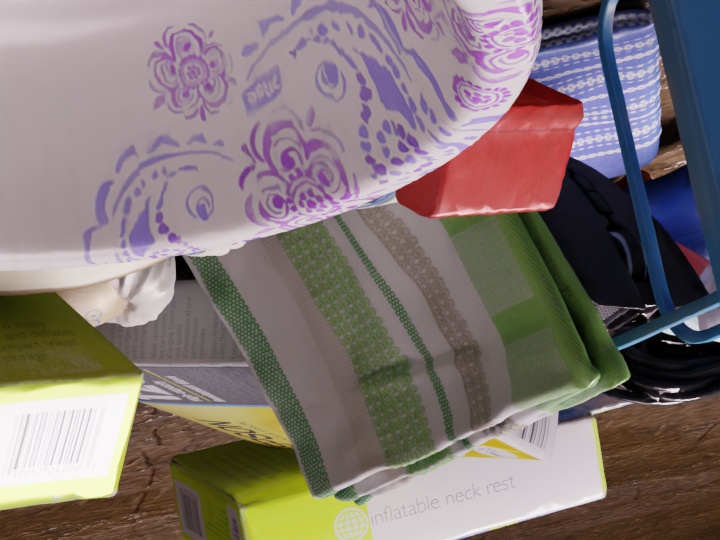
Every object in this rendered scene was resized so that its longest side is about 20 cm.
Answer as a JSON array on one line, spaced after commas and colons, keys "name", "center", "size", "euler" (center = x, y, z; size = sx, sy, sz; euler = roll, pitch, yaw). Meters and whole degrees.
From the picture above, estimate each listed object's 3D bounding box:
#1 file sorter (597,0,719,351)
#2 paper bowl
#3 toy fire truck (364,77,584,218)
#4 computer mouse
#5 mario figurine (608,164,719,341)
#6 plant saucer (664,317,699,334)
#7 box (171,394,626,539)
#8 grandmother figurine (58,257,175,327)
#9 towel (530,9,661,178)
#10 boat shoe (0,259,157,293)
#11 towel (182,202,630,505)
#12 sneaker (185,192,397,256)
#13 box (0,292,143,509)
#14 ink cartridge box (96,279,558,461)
[{"name": "file sorter", "center": [0.158, -0.053, 0.901], "size": [0.199, 0.139, 0.123], "euler": [-7, 169, -28]}, {"name": "paper bowl", "center": [-0.067, -0.080, 0.560], "size": [0.200, 0.105, 0.201], "euler": [-6, 161, -2]}, {"name": "toy fire truck", "center": [0.015, -0.090, 0.653], "size": [0.049, 0.142, 0.200], "euler": [-3, -156, -45]}, {"name": "computer mouse", "center": [0.110, -0.007, 1.005], "size": [0.140, 0.046, 0.200], "euler": [2, -160, -25]}, {"name": "mario figurine", "center": [0.135, -0.002, 1.186], "size": [0.199, 0.106, 0.123], "euler": [-18, 169, 16]}, {"name": "plant saucer", "center": [0.147, 0.017, 1.439], "size": [0.200, 0.039, 0.201], "euler": [-13, 168, -3]}, {"name": "box", "center": [0.022, 0.095, 1.304], "size": [0.199, 0.048, 0.122], "euler": [-13, -170, -18]}, {"name": "grandmother figurine", "center": [-0.168, 0.010, 1.023], "size": [0.199, 0.061, 0.121], "euler": [-8, 176, -12]}, {"name": "towel", "center": [0.047, -0.050, 1.059], "size": [0.144, 0.024, 0.200], "euler": [-15, 168, 3]}, {"name": "boat shoe", "center": [-0.129, -0.039, 0.747], "size": [0.199, 0.072, 0.065], "euler": [2, 118, -26]}, {"name": "towel", "center": [0.000, 0.000, 0.932], "size": [0.031, 0.150, 0.200], "euler": [-32, -179, -28]}, {"name": "sneaker", "center": [-0.046, -0.045, 0.850], "size": [0.089, 0.079, 0.200], "euler": [-7, 167, -36]}, {"name": "box", "center": [-0.166, 0.004, 0.794], "size": [0.122, 0.200, 0.048], "euler": [-4, 120, -40]}, {"name": "ink cartridge box", "center": [-0.045, 0.043, 1.155], "size": [0.199, 0.047, 0.198], "euler": [-2, 166, 27]}]
